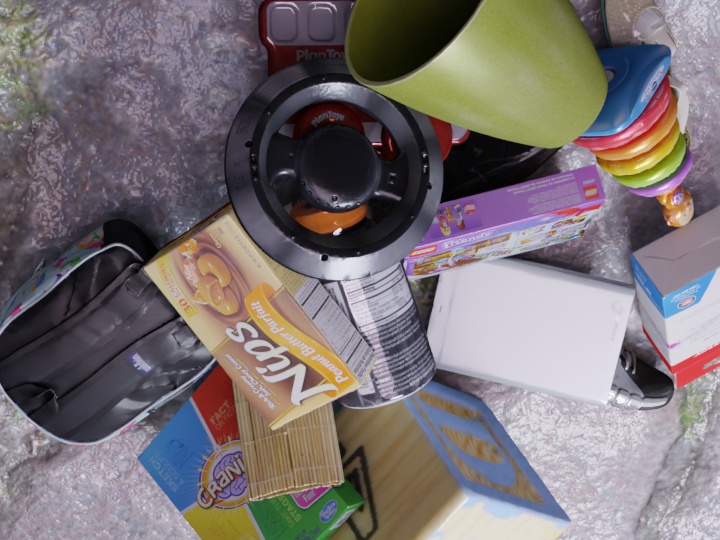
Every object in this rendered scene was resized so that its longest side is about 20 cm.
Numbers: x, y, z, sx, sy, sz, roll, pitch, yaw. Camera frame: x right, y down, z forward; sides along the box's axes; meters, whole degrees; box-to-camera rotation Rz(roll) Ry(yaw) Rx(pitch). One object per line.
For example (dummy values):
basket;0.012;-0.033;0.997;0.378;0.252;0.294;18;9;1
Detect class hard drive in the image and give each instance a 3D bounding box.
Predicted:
hard drive;0.173;0.057;1.424;0.199;0.026;0.132;13;103;5

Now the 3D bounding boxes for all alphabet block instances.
alphabet block;0.058;0.248;1.423;0.195;0.197;0.200;24;112;-43

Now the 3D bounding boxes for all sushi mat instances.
sushi mat;-0.078;0.123;1.348;0.095;0.200;0.012;-9;159;-2

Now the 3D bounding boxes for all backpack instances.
backpack;-0.257;0.063;1.333;0.200;0.151;0.178;-40;111;3

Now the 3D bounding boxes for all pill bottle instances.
pill bottle;-0.004;0.022;1.307;0.106;0.106;0.200;-18;107;0

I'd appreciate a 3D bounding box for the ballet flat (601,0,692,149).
ballet flat;0.289;-0.200;1.334;0.067;0.062;0.200;-40;126;-28

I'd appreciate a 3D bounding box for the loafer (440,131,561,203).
loafer;0.136;-0.109;1.365;0.200;0.073;0.072;-28;146;9

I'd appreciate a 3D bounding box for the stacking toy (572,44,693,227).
stacking toy;0.275;-0.112;1.312;0.116;0.110;0.200;-55;125;-24

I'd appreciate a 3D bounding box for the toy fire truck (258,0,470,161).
toy fire truck;0.006;-0.179;1.288;0.199;0.112;0.168;-3;98;-9

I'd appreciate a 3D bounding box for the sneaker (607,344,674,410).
sneaker;0.263;0.078;1.468;0.199;0.075;0.116;12;111;-14

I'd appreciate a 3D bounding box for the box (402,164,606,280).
box;0.131;-0.044;1.341;0.199;0.137;0.039;-14;77;-5

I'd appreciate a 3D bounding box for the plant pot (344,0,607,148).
plant pot;0.121;-0.195;1.204;0.200;0.187;0.187;31;108;-34

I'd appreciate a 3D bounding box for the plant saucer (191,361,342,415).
plant saucer;-0.080;0.103;1.445;0.200;0.039;0.201;-4;117;-8

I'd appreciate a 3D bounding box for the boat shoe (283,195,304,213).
boat shoe;0.000;0.000;1.388;0.062;0.073;0.200;-32;112;12

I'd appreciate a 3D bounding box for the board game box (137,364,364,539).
board game box;-0.114;0.212;1.381;0.200;0.040;0.153;47;107;18

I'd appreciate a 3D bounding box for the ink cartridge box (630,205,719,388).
ink cartridge box;0.357;0.032;1.430;0.116;0.067;0.200;-28;144;-3

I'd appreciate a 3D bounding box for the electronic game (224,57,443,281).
electronic game;-0.022;-0.090;1.207;0.199;0.042;0.201;2;84;-16

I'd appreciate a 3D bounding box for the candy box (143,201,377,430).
candy box;-0.091;0.039;1.249;0.115;0.055;0.200;-29;106;33
